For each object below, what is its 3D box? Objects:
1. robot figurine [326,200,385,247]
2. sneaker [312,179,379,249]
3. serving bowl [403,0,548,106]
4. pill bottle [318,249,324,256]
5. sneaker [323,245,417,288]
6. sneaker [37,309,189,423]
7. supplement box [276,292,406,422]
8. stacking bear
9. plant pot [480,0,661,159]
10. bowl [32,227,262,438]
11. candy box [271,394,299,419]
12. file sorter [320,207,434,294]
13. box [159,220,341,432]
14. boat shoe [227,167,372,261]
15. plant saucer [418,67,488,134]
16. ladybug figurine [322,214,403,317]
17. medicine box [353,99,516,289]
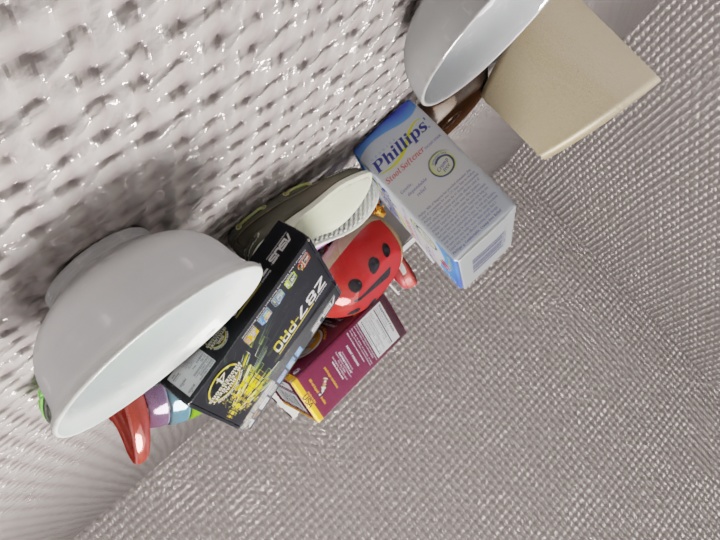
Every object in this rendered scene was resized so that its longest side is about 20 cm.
[{"bbox_3d":[-0.016,-0.085,1.021,0.145,0.058,0.200,-44,176,9],"label":"robot figurine"},{"bbox_3d":[-0.062,-0.060,0.871,0.199,0.073,0.114,-33,-179,6],"label":"sneaker"},{"bbox_3d":[0.108,-0.244,0.580,0.200,0.066,0.200,-42,176,-4],"label":"serving bowl"},{"bbox_3d":[-0.118,0.062,0.946,0.114,0.114,0.200,-47,-175,49],"label":"pill bottle"},{"bbox_3d":[0.010,-0.015,1.141,0.115,0.200,0.078,-38,139,1],"label":"sneaker"},{"bbox_3d":[-0.240,0.094,0.634,0.200,0.084,0.077,-44,174,16],"label":"sneaker"},{"bbox_3d":[-0.042,0.120,0.991,0.200,0.086,0.110,-43,-152,-24],"label":"supplement box"},{"bbox_3d":[-0.196,0.120,0.772,0.199,0.121,0.115,-19,132,-33],"label":"stacking bear"},{"bbox_3d":[0.291,-0.276,0.957,0.177,0.200,0.200,-45,175,21],"label":"plant pot"},{"bbox_3d":[-0.181,0.031,0.515,0.201,0.090,0.201,-43,176,-4],"label":"bowl"},{"bbox_3d":[-0.121,0.132,1.119,0.167,0.200,0.072,-38,-169,26],"label":"candy box"},{"bbox_3d":[0.025,-0.013,1.263,0.200,0.139,0.125,-43,139,3],"label":"file sorter"},{"bbox_3d":[-0.107,0.067,0.698,0.201,0.049,0.161,-55,160,-14],"label":"box"},{"bbox_3d":[-0.065,-0.071,0.753,0.201,0.060,0.073,-40,152,-34],"label":"boat shoe"},{"bbox_3d":[0.127,-0.238,0.983,0.200,0.037,0.200,-41,175,-5],"label":"plant saucer"},{"bbox_3d":[0.000,0.000,0.931,0.200,0.071,0.137,-44,148,-41],"label":"ladybug figurine"},{"bbox_3d":[0.103,-0.095,0.867,0.103,0.200,0.182,-42,163,0],"label":"medicine box"}]
